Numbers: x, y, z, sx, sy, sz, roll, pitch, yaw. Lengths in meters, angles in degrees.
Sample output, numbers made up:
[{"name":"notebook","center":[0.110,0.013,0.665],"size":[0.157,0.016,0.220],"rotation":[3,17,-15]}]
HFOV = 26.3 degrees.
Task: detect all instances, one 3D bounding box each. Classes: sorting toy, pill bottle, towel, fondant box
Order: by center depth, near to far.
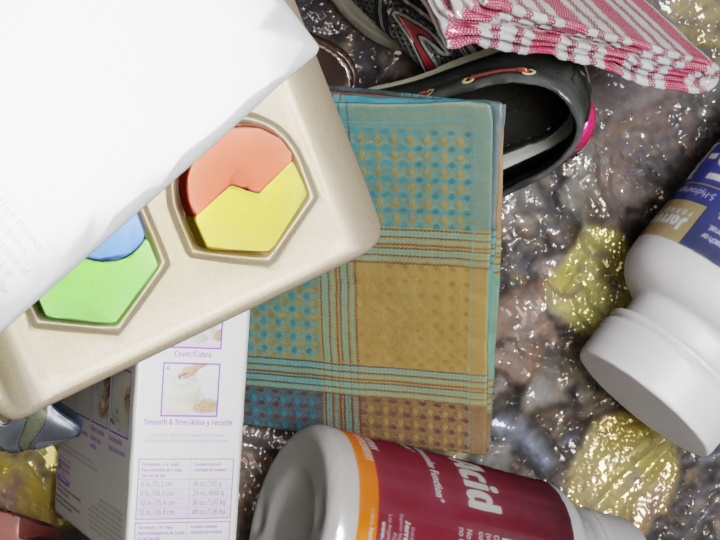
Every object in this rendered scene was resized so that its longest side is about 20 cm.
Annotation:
[{"name":"sorting toy","center":[-0.099,-0.058,0.660],"size":[0.199,0.036,0.186],"rotation":[-27,103,-22]},{"name":"fondant box","center":[-0.104,0.033,0.761],"size":[0.058,0.144,0.202],"rotation":[2,92,-24]},{"name":"towel","center":[0.078,-0.147,0.778],"size":[0.199,0.147,0.030],"rotation":[6,127,-43]},{"name":"towel","center":[0.000,0.000,0.787],"size":[0.145,0.022,0.201],"rotation":[6,119,14]},{"name":"pill bottle","center":[0.049,0.158,0.817],"size":[0.199,0.114,0.115],"rotation":[17,88,-22]},{"name":"pill bottle","center":[0.217,-0.003,0.855],"size":[0.120,0.120,0.200],"rotation":[42,82,-11]}]

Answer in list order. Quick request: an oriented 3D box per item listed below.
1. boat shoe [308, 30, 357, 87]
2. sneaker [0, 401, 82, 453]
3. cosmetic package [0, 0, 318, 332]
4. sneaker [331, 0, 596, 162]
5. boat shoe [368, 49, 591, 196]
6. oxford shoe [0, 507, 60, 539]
[{"name":"boat shoe","center":[-0.086,-0.108,0.793],"size":[0.199,0.072,0.073],"rotation":[10,87,-24]},{"name":"sneaker","center":[-0.156,-0.009,0.721],"size":[0.080,0.074,0.202],"rotation":[5,86,0]},{"name":"cosmetic package","center":[-0.125,-0.059,0.598],"size":[0.200,0.074,0.102],"rotation":[-42,107,-15]},{"name":"sneaker","center":[0.055,-0.140,0.834],"size":[0.200,0.075,0.081],"rotation":[43,82,-11]},{"name":"boat shoe","center":[0.024,-0.058,0.797],"size":[0.200,0.063,0.074],"rotation":[-23,112,20]},{"name":"oxford shoe","center":[-0.138,0.173,0.763],"size":[0.199,0.070,0.075],"rotation":[14,78,26]}]
